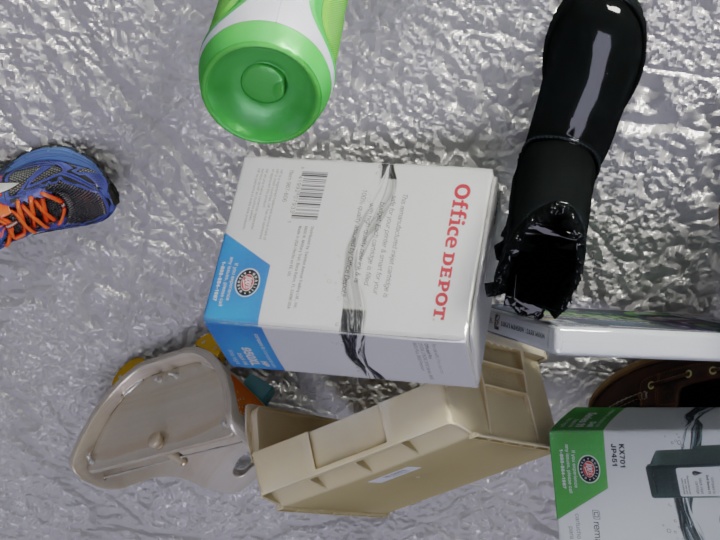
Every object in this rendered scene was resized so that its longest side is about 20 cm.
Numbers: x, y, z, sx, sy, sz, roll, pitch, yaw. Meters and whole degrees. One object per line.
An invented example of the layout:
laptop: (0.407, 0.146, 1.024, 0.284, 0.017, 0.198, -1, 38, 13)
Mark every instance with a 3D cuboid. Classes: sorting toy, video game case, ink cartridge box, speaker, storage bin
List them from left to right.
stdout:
sorting toy: (-0.126, 0.154, 1.254, 0.199, 0.108, 0.180, -18, 139, 33)
speaker: (-0.048, -0.169, 0.868, 0.087, 0.201, 0.089, 4, 133, 4)
ink cartridge box: (0.000, 0.000, 1.031, 0.198, 0.146, 0.084, 4, 152, 15)
storage bin: (0.037, 0.130, 1.146, 0.199, 0.095, 0.198, -24, 157, 27)
video game case: (0.208, 0.046, 1.045, 0.198, 0.182, 0.024, 2, 93, -13)
ink cartridge box: (0.263, 0.188, 1.110, 0.198, 0.083, 0.148, -4, 96, 26)

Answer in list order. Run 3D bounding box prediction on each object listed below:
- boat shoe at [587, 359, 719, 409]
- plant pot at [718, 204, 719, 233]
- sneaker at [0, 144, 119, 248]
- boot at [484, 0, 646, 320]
boat shoe: (0.276, 0.106, 1.170, 0.070, 0.071, 0.199, 37, 128, -26)
plant pot: (0.362, -0.039, 0.924, 0.197, 0.201, 0.200, -6, 137, 46)
sneaker: (-0.285, -0.044, 1.101, 0.198, 0.079, 0.076, -8, 132, 15)
boot: (0.141, -0.077, 0.952, 0.073, 0.163, 0.199, 17, 133, 3)
